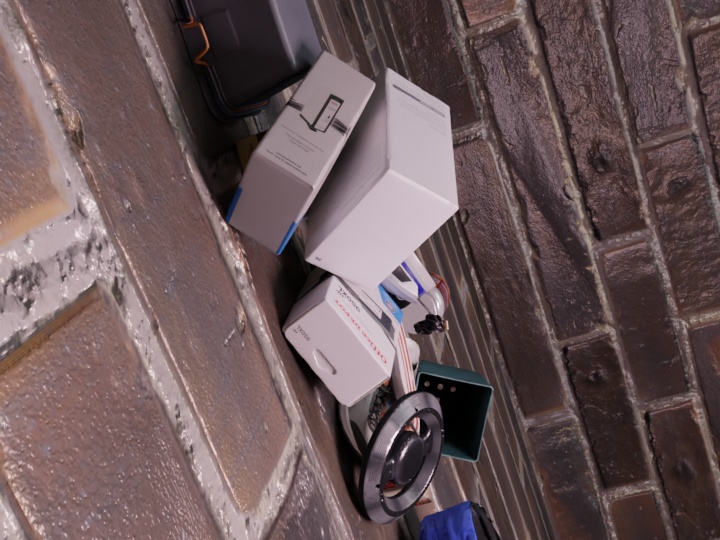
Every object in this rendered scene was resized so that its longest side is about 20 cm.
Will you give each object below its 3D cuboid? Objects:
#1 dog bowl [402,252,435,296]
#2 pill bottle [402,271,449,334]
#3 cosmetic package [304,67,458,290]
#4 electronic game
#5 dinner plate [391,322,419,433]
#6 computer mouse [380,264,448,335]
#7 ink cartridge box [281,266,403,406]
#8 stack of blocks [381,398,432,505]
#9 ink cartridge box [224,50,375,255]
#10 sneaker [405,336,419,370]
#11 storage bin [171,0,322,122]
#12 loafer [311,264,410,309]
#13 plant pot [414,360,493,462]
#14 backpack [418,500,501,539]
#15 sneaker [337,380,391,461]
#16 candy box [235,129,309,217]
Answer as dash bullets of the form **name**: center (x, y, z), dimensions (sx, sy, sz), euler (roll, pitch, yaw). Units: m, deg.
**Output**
- **dog bowl**: center (0.054, -0.033, 1.482), dimensions (0.202, 0.078, 0.200), euler (55, 4, -5)
- **pill bottle**: center (0.135, 0.072, 1.750), dimensions (0.200, 0.107, 0.112), euler (-37, 109, -75)
- **cosmetic package**: center (0.025, -0.121, 1.088), dimensions (0.121, 0.199, 0.203), euler (24, 45, -24)
- **electronic game**: center (0.063, 0.276, 1.174), dimensions (0.198, 0.041, 0.205), euler (-27, 125, -45)
- **dinner plate**: center (0.067, 0.164, 1.293), dimensions (0.200, 0.024, 0.205), euler (-11, 91, -84)
- **computer mouse**: center (0.056, 0.025, 1.232), dimensions (0.201, 0.044, 0.110), euler (51, -9, -7)
- **ink cartridge box**: center (-0.019, 0.073, 1.132), dimensions (0.145, 0.084, 0.201), euler (50, 21, -12)
- **stack of blocks**: center (0.054, 0.298, 1.287), dimensions (0.201, 0.057, 0.117), euler (55, 23, -52)
- **ink cartridge box**: center (-0.072, -0.145, 0.972), dimensions (0.083, 0.147, 0.202), euler (29, 52, -5)
- **sneaker**: center (0.054, 0.155, 1.460), dimensions (0.200, 0.073, 0.089), euler (43, 47, -55)
- **storage bin**: center (-0.142, -0.311, 1.008), dimensions (0.145, 0.132, 0.204), euler (-32, 104, -56)
- **loafer**: center (0.000, 0.000, 1.294), dimensions (0.198, 0.072, 0.074), euler (28, 44, -36)
- **plant pot**: center (0.159, 0.251, 1.527), dimensions (0.200, 0.138, 0.145), euler (-85, -173, -82)
- **backpack**: center (0.157, 0.481, 1.263), dimensions (0.164, 0.164, 0.203), euler (61, 15, -48)
- **sneaker**: center (0.010, 0.193, 1.197), dimensions (0.074, 0.078, 0.204), euler (59, 21, -49)
- **candy box**: center (-0.107, -0.133, 1.150), dimensions (0.200, 0.054, 0.118), euler (-23, 98, -75)
